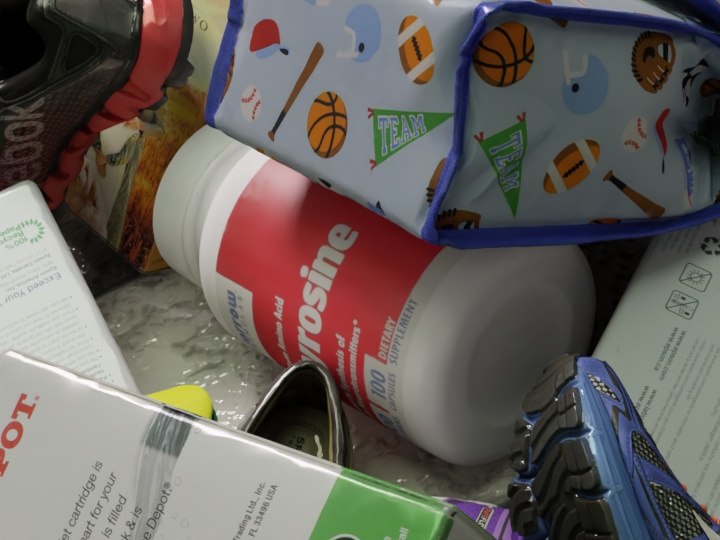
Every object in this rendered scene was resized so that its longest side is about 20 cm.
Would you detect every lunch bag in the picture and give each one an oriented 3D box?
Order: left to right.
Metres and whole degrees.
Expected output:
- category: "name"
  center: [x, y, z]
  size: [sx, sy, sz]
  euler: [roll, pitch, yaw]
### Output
- category: "lunch bag"
  center: [0.066, -0.087, 0.957]
  size: [0.200, 0.124, 0.170]
  euler: [1, 21, -38]

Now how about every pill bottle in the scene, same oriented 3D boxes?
- category: "pill bottle"
  center: [0.000, 0.000, 1.027]
  size: [0.112, 0.112, 0.200]
  euler: [-41, 46, -24]

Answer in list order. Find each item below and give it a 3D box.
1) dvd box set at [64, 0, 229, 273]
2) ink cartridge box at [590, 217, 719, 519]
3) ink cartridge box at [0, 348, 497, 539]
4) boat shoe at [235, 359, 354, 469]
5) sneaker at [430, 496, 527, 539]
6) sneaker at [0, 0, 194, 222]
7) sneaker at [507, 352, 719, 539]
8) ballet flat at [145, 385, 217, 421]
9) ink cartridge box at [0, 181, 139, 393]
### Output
- category: "dvd box set"
  center: [-0.117, -0.119, 1.117]
  size: [0.146, 0.200, 0.029]
  euler: [39, 34, 25]
- category: "ink cartridge box"
  center: [0.195, 0.061, 0.935]
  size: [0.200, 0.043, 0.196]
  euler: [24, 53, 11]
- category: "ink cartridge box"
  center: [-0.066, 0.129, 0.807]
  size: [0.200, 0.083, 0.147]
  euler: [18, 77, 29]
- category: "boat shoe"
  center: [-0.047, 0.124, 0.933]
  size: [0.073, 0.065, 0.200]
  euler: [6, 51, 6]
- category: "sneaker"
  center: [0.062, 0.164, 0.863]
  size: [0.083, 0.081, 0.200]
  euler: [-2, 47, -9]
- category: "sneaker"
  center: [-0.166, -0.079, 1.075]
  size: [0.200, 0.098, 0.071]
  euler: [-42, 45, 39]
- category: "sneaker"
  center: [0.121, 0.122, 0.845]
  size: [0.078, 0.075, 0.200]
  euler: [-22, 84, -30]
- category: "ballet flat"
  center: [-0.131, 0.120, 0.932]
  size: [0.067, 0.067, 0.200]
  euler: [12, 65, 52]
- category: "ink cartridge box"
  center: [-0.194, 0.087, 1.015]
  size: [0.196, 0.043, 0.200]
  euler: [-25, 74, -9]
